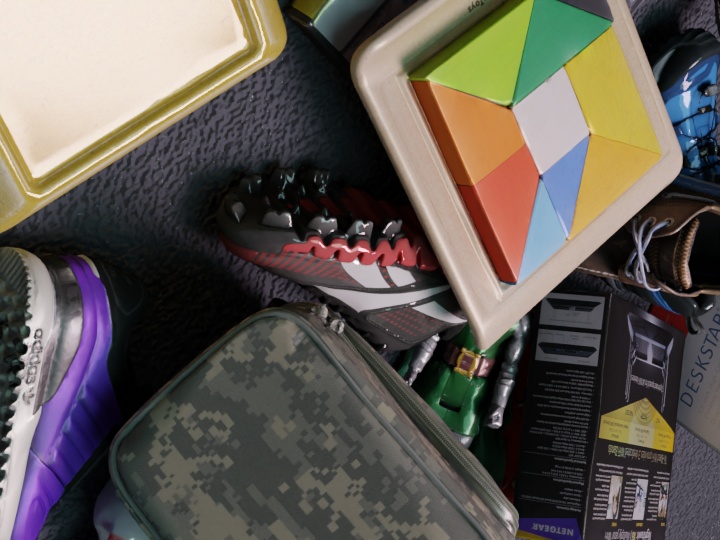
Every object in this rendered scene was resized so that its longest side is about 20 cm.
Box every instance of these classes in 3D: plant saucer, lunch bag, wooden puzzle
[{"bbox_3d":[-0.124,-0.126,0.607,0.199,0.048,0.201,-36,134,-17],"label":"plant saucer"},{"bbox_3d":[-0.017,0.115,0.717,0.139,0.200,0.168,-42,174,4],"label":"lunch bag"},{"bbox_3d":[0.099,-0.082,0.756,0.185,0.037,0.201,-39,122,-24],"label":"wooden puzzle"}]

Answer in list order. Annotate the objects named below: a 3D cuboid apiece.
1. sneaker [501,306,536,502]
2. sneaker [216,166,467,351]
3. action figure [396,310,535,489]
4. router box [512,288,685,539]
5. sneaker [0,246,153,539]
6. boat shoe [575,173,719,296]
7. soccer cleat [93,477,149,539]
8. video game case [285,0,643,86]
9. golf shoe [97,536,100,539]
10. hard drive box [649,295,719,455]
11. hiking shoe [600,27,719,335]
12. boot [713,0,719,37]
[{"bbox_3d":[0.103,0.117,0.939,0.077,0.085,0.202,-5,120,-39],"label":"sneaker"},{"bbox_3d":[0.000,0.000,0.781,0.199,0.071,0.098,7,121,-37],"label":"sneaker"},{"bbox_3d":[0.060,0.078,0.878,0.055,0.117,0.202,-49,159,-83],"label":"action figure"},{"bbox_3d":[0.166,0.105,0.929,0.200,0.052,0.159,22,74,-62],"label":"router box"},{"bbox_3d":[-0.154,0.084,0.705,0.099,0.069,0.202,-1,118,-43],"label":"sneaker"},{"bbox_3d":[0.195,-0.022,0.856,0.072,0.198,0.073,-55,143,-66],"label":"boat shoe"},{"bbox_3d":[-0.059,0.172,0.780,0.199,0.069,0.078,36,54,-10],"label":"soccer cleat"},{"bbox_3d":[0.073,-0.156,0.774,0.181,0.025,0.200,-51,138,-1],"label":"video game case"},{"bbox_3d":[-0.097,0.218,0.834,0.077,0.088,0.200,-46,136,-3],"label":"golf shoe"},{"bbox_3d":[0.308,0.065,0.998,0.076,0.200,0.157,-2,118,-39],"label":"hard drive box"},{"bbox_3d":[0.222,-0.062,0.917,0.074,0.086,0.201,-24,132,-36],"label":"hiking shoe"},{"bbox_3d":[0.207,-0.208,0.802,0.150,0.073,0.202,-24,125,-39],"label":"boot"}]
